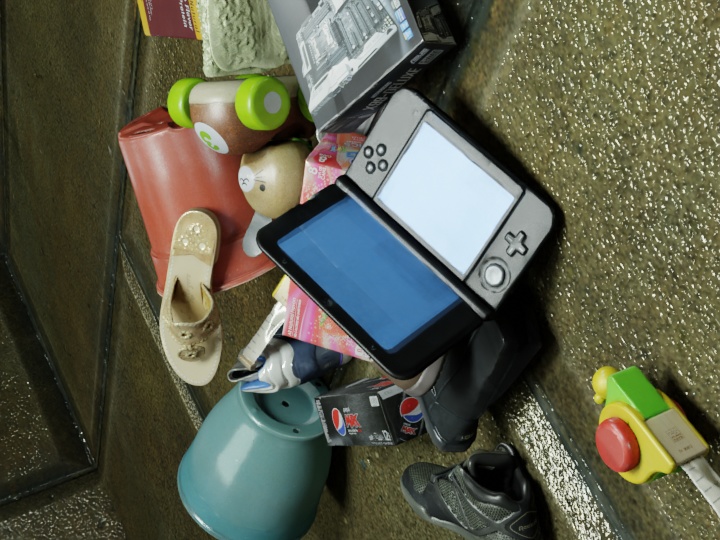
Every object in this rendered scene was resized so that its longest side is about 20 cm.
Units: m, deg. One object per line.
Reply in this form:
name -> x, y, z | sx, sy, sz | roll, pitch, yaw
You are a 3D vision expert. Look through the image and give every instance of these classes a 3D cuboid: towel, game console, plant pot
towel -> -0.107, -0.307, 1.354 | 0.036, 0.147, 0.203 | 25, 125, 55
game console -> 0.039, -0.038, 1.133 | 0.200, 0.116, 0.177 | 43, 114, 21
plant pot -> -0.186, -0.100, 1.556 | 0.200, 0.199, 0.197 | 19, 133, 60
plant pot -> -0.122, 0.229, 1.712 | 0.201, 0.198, 0.189 | 54, 135, 34

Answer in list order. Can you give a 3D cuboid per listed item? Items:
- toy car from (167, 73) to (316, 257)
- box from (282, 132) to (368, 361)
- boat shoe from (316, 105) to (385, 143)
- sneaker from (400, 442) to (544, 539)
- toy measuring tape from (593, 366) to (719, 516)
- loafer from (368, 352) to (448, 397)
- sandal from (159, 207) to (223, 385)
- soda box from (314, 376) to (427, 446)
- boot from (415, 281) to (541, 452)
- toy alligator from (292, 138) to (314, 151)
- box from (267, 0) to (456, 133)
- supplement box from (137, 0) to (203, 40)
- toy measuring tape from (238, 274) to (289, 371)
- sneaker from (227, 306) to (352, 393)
toy car -> -0.106, -0.110, 1.411 | 0.163, 0.157, 0.203 | 8, 105, 50
box -> -0.010, -0.026, 1.309 | 0.101, 0.095, 0.202 | 16, 119, 10
boat shoe -> 0.001, -0.193, 1.289 | 0.074, 0.066, 0.201 | 54, 148, 33
sneaker -> 0.110, 0.215, 1.331 | 0.199, 0.076, 0.116 | 25, 126, 55
toy measuring tape -> 0.240, 0.156, 1.002 | 0.201, 0.073, 0.074 | 55, 151, 34
loafer -> 0.060, 0.012, 1.207 | 0.073, 0.070, 0.202 | -18, 53, 66
sandal -> -0.197, 0.039, 1.468 | 0.070, 0.077, 0.214 | -57, -26, -72
soda box -> 0.018, 0.160, 1.489 | 0.200, 0.070, 0.064 | -16, 93, 66
boot -> 0.096, 0.059, 1.261 | 0.166, 0.065, 0.201 | 63, 153, 28
toy alligator -> -0.060, -0.093, 1.492 | 0.054, 0.059, 0.201 | -40, 48, 18
box -> -0.011, -0.254, 1.217 | 0.157, 0.049, 0.202 | -34, 70, 40
supplement box -> -0.171, -0.371, 1.457 | 0.199, 0.132, 0.200 | 21, 125, 60
toy measuring tape -> -0.071, 0.033, 1.532 | 0.201, 0.073, 0.074 | -56, 47, 16
sneaker -> -0.112, 0.094, 1.630 | 0.199, 0.145, 0.082 | 21, 125, 60
